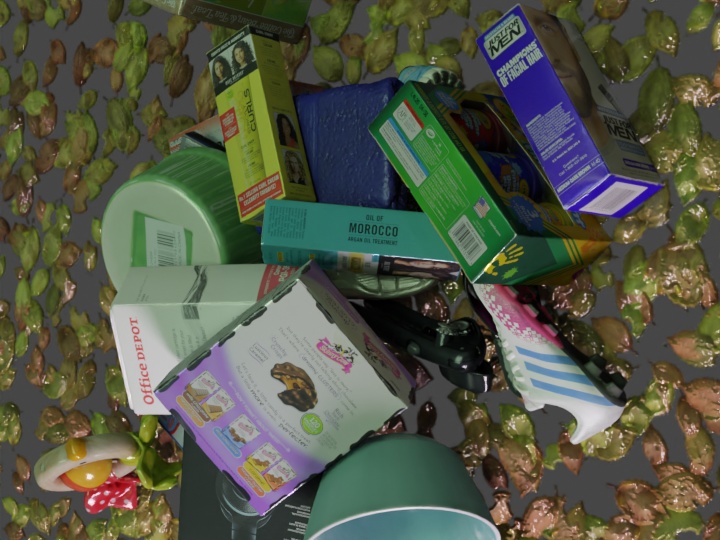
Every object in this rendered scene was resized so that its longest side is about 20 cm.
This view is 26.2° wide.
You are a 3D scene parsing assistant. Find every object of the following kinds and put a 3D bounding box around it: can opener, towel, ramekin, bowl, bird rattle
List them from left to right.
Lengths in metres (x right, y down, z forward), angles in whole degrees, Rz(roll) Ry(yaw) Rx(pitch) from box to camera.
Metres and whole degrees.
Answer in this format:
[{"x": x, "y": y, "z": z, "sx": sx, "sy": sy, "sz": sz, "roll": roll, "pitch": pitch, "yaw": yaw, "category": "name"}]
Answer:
[{"x": -0.308, "y": 0.222, "z": 1.819, "sx": 0.200, "sy": 0.163, "sz": 0.113, "roll": -25, "pitch": 68, "yaw": 44, "category": "bird rattle"}, {"x": -0.193, "y": -0.029, "z": 1.714, "sx": 0.199, "sy": 0.098, "sz": 0.201, "roll": 12, "pitch": 112, "yaw": 30, "category": "ramekin"}, {"x": -0.029, "y": -0.117, "z": 1.616, "sx": 0.200, "sy": 0.049, "sz": 0.148, "roll": -6, "pitch": 82, "yaw": 42, "category": "towel"}, {"x": 0.035, "y": 0.236, "z": 1.554, "sx": 0.201, "sy": 0.201, "sz": 0.105, "roll": -32, "pitch": 49, "yaw": 33, "category": "bowl"}, {"x": 0.055, "y": 0.067, "z": 1.606, "sx": 0.200, "sy": 0.063, "sz": 0.079, "roll": 24, "pitch": 119, "yaw": 40, "category": "can opener"}]

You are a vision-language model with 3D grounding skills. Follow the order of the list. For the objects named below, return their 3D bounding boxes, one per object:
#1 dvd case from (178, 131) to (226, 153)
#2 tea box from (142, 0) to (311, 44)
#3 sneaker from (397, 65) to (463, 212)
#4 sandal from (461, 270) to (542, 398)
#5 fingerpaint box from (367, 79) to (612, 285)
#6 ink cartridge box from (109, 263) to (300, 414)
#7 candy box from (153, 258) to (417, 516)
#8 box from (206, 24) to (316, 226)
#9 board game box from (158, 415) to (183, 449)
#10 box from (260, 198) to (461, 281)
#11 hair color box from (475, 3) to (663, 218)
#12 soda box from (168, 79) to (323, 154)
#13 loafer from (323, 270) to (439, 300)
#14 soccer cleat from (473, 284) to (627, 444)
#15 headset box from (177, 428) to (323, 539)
[{"x": -0.133, "y": -0.050, "z": 1.745, "sx": 0.200, "sy": 0.025, "sz": 0.151, "roll": 29, "pitch": 120, "yaw": 22, "category": "dvd case"}, {"x": -0.146, "y": -0.374, "z": 1.714, "sx": 0.133, "sy": 0.200, "sz": 0.197, "roll": 28, "pitch": 105, "yaw": 36, "category": "tea box"}, {"x": 0.043, "y": -0.126, "z": 1.643, "sx": 0.090, "sy": 0.078, "sz": 0.201, "roll": 36, "pitch": 105, "yaw": 53, "category": "sneaker"}, {"x": 0.143, "y": 0.032, "z": 1.552, "sx": 0.075, "sy": 0.048, "sz": 0.201, "roll": -34, "pitch": 67, "yaw": 32, "category": "sandal"}, {"x": 0.127, "y": -0.084, "z": 1.498, "sx": 0.073, "sy": 0.167, "sz": 0.200, "roll": -47, "pitch": 60, "yaw": 29, "category": "fingerpaint box"}, {"x": -0.148, "y": 0.072, "z": 1.625, "sx": 0.199, "sy": 0.083, "sz": 0.147, "roll": -1, "pitch": 123, "yaw": 9, "category": "ink cartridge box"}, {"x": -0.073, "y": 0.116, "z": 1.532, "sx": 0.200, "sy": 0.072, "sz": 0.168, "roll": -37, "pitch": 97, "yaw": 19, "category": "candy box"}, {"x": -0.106, "y": -0.151, "z": 1.623, "sx": 0.075, "sy": 0.050, "sz": 0.201, "roll": -26, "pitch": 68, "yaw": 37, "category": "box"}, {"x": -0.142, "y": 0.170, "z": 1.778, "sx": 0.200, "sy": 0.037, "sz": 0.152, "roll": 44, "pitch": 113, "yaw": 32, "category": "board game box"}, {"x": 0.003, "y": -0.029, "z": 1.538, "sx": 0.199, "sy": 0.082, "sz": 0.049, "roll": 5, "pitch": 76, "yaw": 0, "category": "box"}, {"x": 0.200, "y": -0.152, "z": 1.481, "sx": 0.065, "sy": 0.109, "sz": 0.200, "roll": -39, "pitch": 65, "yaw": 29, "category": "hair color box"}, {"x": -0.126, "y": -0.150, "z": 1.770, "sx": 0.200, "sy": 0.063, "sz": 0.069, "roll": -20, "pitch": 75, "yaw": 37, "category": "soda box"}, {"x": 0.000, "y": 0.000, "z": 1.645, "sx": 0.199, "sy": 0.063, "sz": 0.072, "roll": -3, "pitch": 78, "yaw": 24, "category": "loafer"}, {"x": 0.165, "y": 0.082, "z": 1.488, "sx": 0.200, "sy": 0.070, "sz": 0.086, "roll": 46, "pitch": 108, "yaw": 9, "category": "soccer cleat"}, {"x": -0.102, "y": 0.253, "z": 1.671, "sx": 0.174, "sy": 0.093, "sz": 0.201, "roll": 9, "pitch": 100, "yaw": 24, "category": "headset box"}]
